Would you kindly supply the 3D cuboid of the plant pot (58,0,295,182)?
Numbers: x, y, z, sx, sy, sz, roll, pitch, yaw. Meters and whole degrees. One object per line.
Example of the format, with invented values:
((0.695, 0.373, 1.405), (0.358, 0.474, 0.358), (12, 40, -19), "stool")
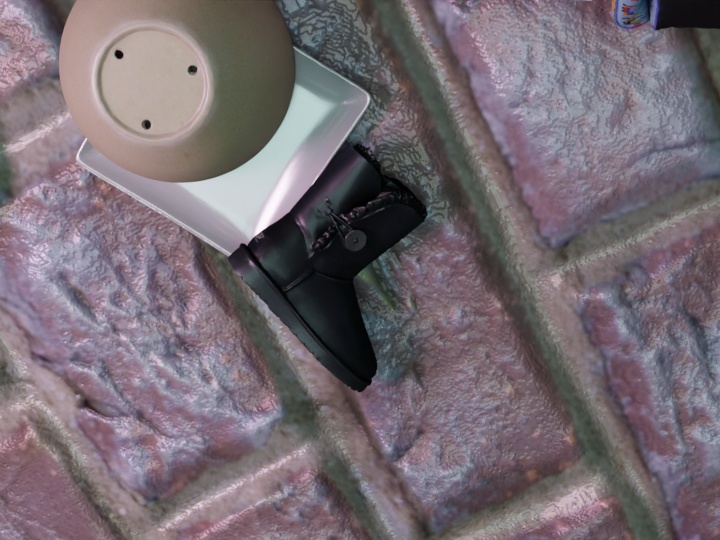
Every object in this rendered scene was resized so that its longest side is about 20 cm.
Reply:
((-0.155, -0.158, 0.767), (0.200, 0.134, 0.200), (-1, 108, -2), "plant pot")

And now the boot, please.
((0.000, 0.000, 0.877), (0.168, 0.076, 0.200), (-40, 115, 3), "boot")

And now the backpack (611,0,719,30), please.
((0.273, -0.301, 0.742), (0.134, 0.183, 0.200), (5, 94, 15), "backpack")

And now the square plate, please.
((-0.124, -0.130, 0.860), (0.198, 0.028, 0.200), (32, 104, -10), "square plate")
